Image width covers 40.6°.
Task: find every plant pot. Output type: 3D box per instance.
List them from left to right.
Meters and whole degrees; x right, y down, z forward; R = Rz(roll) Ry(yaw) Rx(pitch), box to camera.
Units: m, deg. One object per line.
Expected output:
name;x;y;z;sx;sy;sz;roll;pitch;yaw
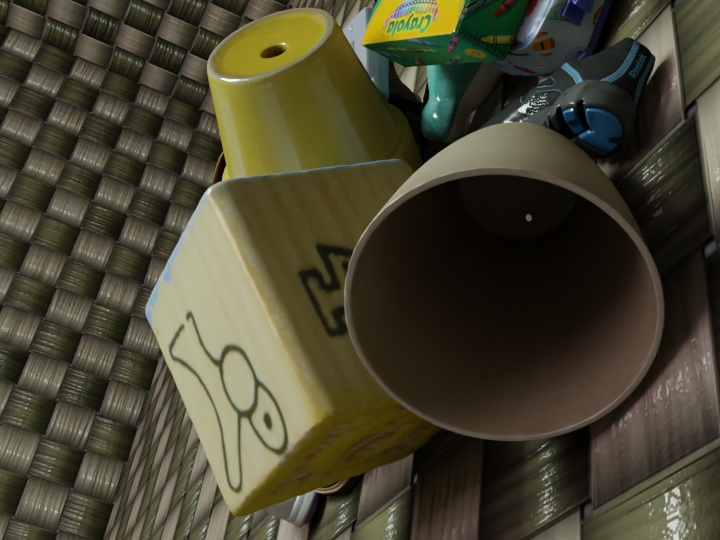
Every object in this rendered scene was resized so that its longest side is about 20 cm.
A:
plant pot;-0.056;-0.140;0.951;0.201;0.200;0.189;-86;-20;-49
plant pot;0.099;-0.021;0.656;0.187;0.187;0.200;-59;5;31

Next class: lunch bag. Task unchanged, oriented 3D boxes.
lunch bag;0.179;-0.263;0.870;0.200;0.075;0.160;-69;20;0

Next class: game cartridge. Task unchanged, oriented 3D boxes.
game cartridge;-0.019;-0.204;1.130;0.200;0.041;0.133;134;137;-55

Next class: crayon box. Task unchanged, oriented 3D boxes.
crayon box;0.082;-0.256;0.900;0.200;0.058;0.119;21;90;65

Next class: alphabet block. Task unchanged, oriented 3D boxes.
alphabet block;-0.031;0.051;0.784;0.200;0.196;0.195;63;143;20

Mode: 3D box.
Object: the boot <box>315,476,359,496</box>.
boot;-0.053;0.154;0.968;0.200;0.138;0.078;128;158;-49

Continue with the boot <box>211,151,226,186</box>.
boot;-0.115;-0.139;1.108;0.144;0.071;0.202;-9;-78;-69

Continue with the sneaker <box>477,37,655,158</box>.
sneaker;0.160;-0.119;0.775;0.082;0.073;0.200;-57;18;-19

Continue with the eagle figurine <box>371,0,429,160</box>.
eagle figurine;0.028;-0.227;1.207;0.152;0.200;0.151;-37;-30;-5

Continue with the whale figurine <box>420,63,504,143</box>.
whale figurine;0.104;-0.236;1.027;0.200;0.104;0.159;-64;16;5

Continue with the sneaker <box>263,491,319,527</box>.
sneaker;-0.103;0.221;1.126;0.200;0.099;0.075;-133;64;-75
